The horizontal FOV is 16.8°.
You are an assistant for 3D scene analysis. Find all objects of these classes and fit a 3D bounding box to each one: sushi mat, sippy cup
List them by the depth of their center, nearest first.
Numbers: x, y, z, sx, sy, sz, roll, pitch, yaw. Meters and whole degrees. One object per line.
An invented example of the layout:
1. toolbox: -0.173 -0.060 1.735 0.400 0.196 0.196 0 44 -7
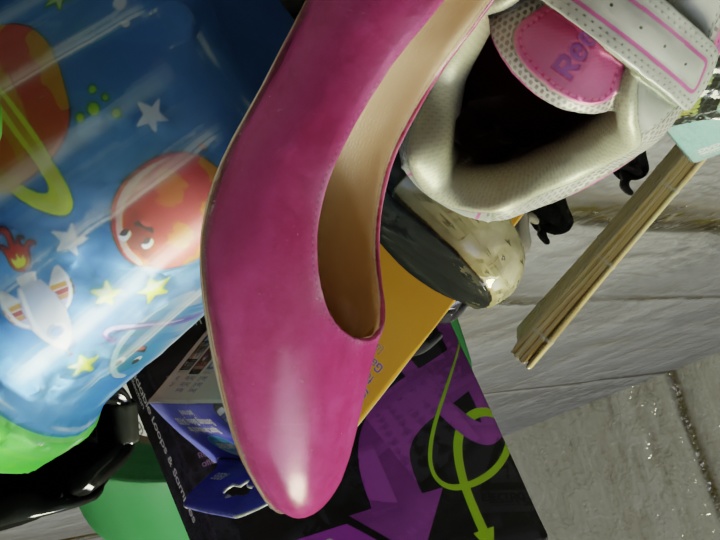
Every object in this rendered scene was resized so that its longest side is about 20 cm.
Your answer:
1. sippy cup: -0.079 -0.032 0.693 0.130 0.140 0.178 -32 -156 15
2. sushi mat: 0.134 -0.042 1.062 0.200 0.012 0.096 -50 180 7

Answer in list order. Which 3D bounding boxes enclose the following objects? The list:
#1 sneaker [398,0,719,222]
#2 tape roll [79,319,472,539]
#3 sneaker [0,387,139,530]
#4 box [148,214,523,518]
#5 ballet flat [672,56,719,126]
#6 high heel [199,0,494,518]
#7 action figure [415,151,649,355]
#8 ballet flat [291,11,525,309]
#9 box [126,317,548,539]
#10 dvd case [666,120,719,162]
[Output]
1. sneaker: 0.074 -0.081 0.636 0.200 0.081 0.088 -58 -178 38
2. tape roll: -0.048 0.055 1.145 0.199 0.048 0.201 -15 -152 8
3. sneaker: -0.117 0.058 0.878 0.099 0.070 0.200 -10 -172 23
4. box: 0.000 0.000 0.861 0.200 0.041 0.119 -49 -166 -16
5. ballet flat: 0.153 -0.078 0.736 0.199 0.075 0.074 -2 173 7
6. high heel: 0.014 -0.032 0.603 0.095 0.201 0.067 4 -171 15
7. action figure: 0.027 -0.028 1.006 0.200 0.102 0.119 -32 -176 -40
8. ballet flat: 0.013 -0.047 0.771 0.057 0.067 0.200 -33 -151 0
9. box: -0.024 0.049 1.031 0.142 0.201 0.036 -15 158 -26
10. dvd case: 0.134 -0.107 0.770 0.145 0.022 0.200 -21 148 19
